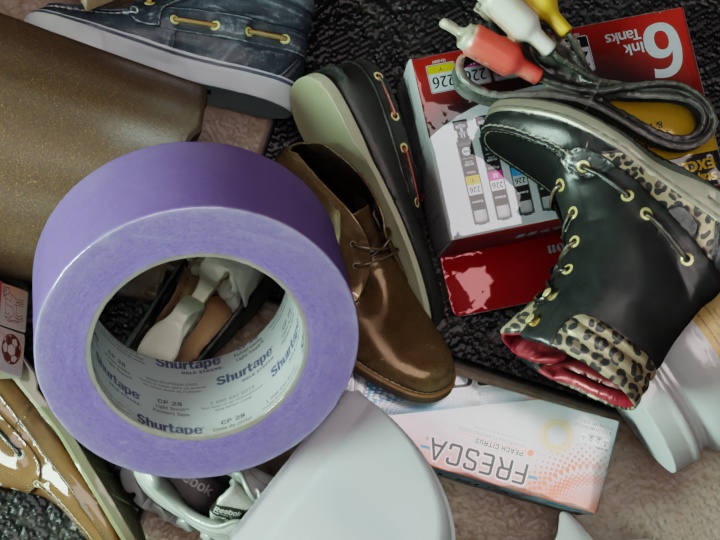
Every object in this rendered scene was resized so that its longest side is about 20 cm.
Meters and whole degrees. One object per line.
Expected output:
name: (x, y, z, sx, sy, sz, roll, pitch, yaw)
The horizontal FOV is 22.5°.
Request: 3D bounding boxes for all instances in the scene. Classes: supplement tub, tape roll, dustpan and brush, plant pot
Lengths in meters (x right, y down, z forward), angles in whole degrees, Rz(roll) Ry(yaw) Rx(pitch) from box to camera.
supplement tub: (0.260, 0.032, 1.231, 0.200, 0.145, 0.145, -33, 85, -3)
tape roll: (-0.104, 0.026, 1.132, 0.200, 0.085, 0.200, -5, 122, -8)
dustpan and brush: (0.031, 0.190, 1.185, 0.200, 0.057, 0.140, 35, 71, 11)
plant pot: (-0.214, -0.074, 1.203, 0.198, 0.200, 0.201, 14, 80, -11)

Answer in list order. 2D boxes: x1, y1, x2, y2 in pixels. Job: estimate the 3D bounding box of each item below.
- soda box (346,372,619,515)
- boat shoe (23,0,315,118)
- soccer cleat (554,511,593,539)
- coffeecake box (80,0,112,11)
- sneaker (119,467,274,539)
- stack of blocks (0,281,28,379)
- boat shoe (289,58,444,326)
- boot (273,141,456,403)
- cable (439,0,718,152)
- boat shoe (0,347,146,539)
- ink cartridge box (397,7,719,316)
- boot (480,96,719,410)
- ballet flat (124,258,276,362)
soda box: (0.072, 0.111, 1.251, 0.200, 0.064, 0.069, 16, 81, -2)
boat shoe: (-0.133, -0.174, 1.280, 0.200, 0.071, 0.091, 14, 78, -8)
soccer cleat: (0.076, 0.232, 1.235, 0.200, 0.069, 0.085, -23, 64, -3)
coffeecake box: (-0.202, -0.304, 1.220, 0.073, 0.154, 0.200, -27, 68, -24)
sneaker: (-0.068, 0.168, 1.220, 0.200, 0.081, 0.075, 26, 79, -8)
stack of blocks: (-0.333, 0.038, 1.184, 0.200, 0.115, 0.059, -6, 74, 26)
boat shoe: (0.018, -0.050, 1.266, 0.063, 0.074, 0.202, -24, 94, -35)
boot: (0.000, 0.000, 1.213, 0.074, 0.075, 0.200, -26, 71, -41)
cable: (0.143, -0.129, 1.213, 0.200, 0.050, 0.097, 33, 76, 3)
boat shoe: (-0.221, 0.123, 1.228, 0.068, 0.072, 0.200, -36, 76, -5)
ink cartridge box: (0.144, -0.074, 1.274, 0.200, 0.084, 0.176, -12, 83, -7)
boot: (0.137, -0.013, 1.162, 0.200, 0.073, 0.151, 30, 73, 15)
ballet flat: (-0.107, 0.022, 1.248, 0.068, 0.068, 0.200, 31, 80, 2)
